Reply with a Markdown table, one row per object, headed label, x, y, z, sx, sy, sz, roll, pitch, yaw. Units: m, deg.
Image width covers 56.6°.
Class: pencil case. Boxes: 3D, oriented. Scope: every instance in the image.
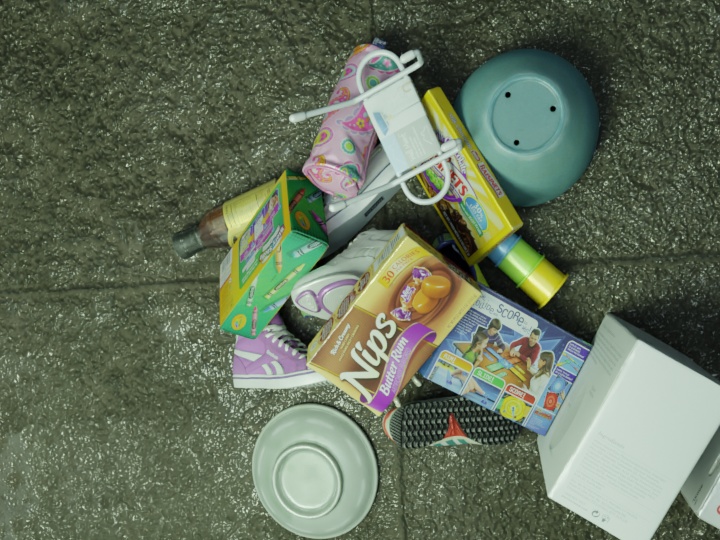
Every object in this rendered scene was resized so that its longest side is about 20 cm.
| label | x | y | z | sx | sy | sz | roll | pitch | yaw |
| --- | --- | --- | --- | --- | --- | --- | --- | --- | --- |
| pencil case | -0.005 | -0.196 | 0.873 | 0.086 | 0.088 | 0.204 | 18 | 72 | 10 |

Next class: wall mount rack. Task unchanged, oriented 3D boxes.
| label | x | y | z | sx | sy | sz | roll | pitch | yaw |
| --- | --- | --- | --- | --- | --- | --- | --- | --- | --- |
| wall mount rack | 0.021 | -0.163 | 0.797 | 0.171 | 0.074 | 0.204 | -26 | 85 | 12 |

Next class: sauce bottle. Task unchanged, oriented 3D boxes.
| label | x | y | z | sx | sy | sz | roll | pitch | yaw |
| --- | --- | --- | --- | --- | --- | --- | --- | --- | --- |
| sauce bottle | -0.178 | -0.071 | 0.963 | 0.196 | 0.066 | 0.067 | -22 | 89 | 15 |

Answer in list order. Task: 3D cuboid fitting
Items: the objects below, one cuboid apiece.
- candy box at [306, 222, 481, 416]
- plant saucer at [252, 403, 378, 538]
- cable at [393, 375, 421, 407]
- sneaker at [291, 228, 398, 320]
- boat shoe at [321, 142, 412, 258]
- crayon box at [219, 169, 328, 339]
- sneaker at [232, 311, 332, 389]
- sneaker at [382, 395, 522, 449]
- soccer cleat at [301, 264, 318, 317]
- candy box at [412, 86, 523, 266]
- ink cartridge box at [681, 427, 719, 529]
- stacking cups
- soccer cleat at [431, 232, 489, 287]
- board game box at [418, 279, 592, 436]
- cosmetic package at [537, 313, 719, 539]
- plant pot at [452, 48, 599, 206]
| label | x | y | z | sx | sy | sz | roll | pitch | yaw |
| --- | --- | --- | --- | --- | --- | --- | --- | --- | --- |
| candy box | 0.036 | 0.061 | 0.798 | 0.116 | 0.057 | 0.201 | 35 | 104 | -12 |
| plant saucer | -0.073 | 0.299 | 0.974 | 0.195 | 0.050 | 0.206 | 1 | 94 | 12 |
| cable | 0.007 | 0.082 | 0.871 | 0.096 | 0.050 | 0.202 | -36 | 95 | 13 |
| sneaker | 0.000 | 0.000 | 0.864 | 0.196 | 0.100 | 0.076 | -17 | 132 | -16 |
| boat shoe | -0.017 | -0.095 | 0.921 | 0.199 | 0.074 | 0.065 | -42 | 72 | -6 |
| crayon box | -0.121 | -0.018 | 0.892 | 0.057 | 0.120 | 0.200 | 20 | 128 | -29 |
| sneaker | -0.107 | 0.106 | 0.931 | 0.197 | 0.072 | 0.117 | -5 | 81 | 34 |
| sneaker | 0.122 | 0.204 | 0.919 | 0.195 | 0.093 | 0.072 | -1 | 84 | -15 |
| soccer cleat | 0.007 | 0.042 | 0.933 | 0.195 | 0.065 | 0.085 | 5 | 121 | 8 |
| candy box | 0.118 | -0.116 | 0.840 | 0.203 | 0.026 | 0.102 | 61 | 145 | 12 |
| ink cartridge box | 0.527 | 0.274 | 0.824 | 0.197 | 0.084 | 0.147 | 27 | 99 | 8 |
| stacking cups | 0.183 | -0.036 | 0.896 | 0.199 | 0.060 | 0.061 | 42 | 101 | 12 |
| soccer cleat | 0.151 | 0.043 | 0.888 | 0.064 | 0.084 | 0.203 | -30 | 88 | 12 |
| board game box | 0.186 | 0.111 | 0.857 | 0.197 | 0.034 | 0.137 | 28 | 93 | -17 |
| cosmetic package | 0.317 | 0.180 | 0.803 | 0.121 | 0.199 | 0.203 | 27 | 100 | 8 |
| plant pot | 0.204 | -0.184 | 0.835 | 0.195 | 0.135 | 0.206 | 1 | 94 | 12 |
